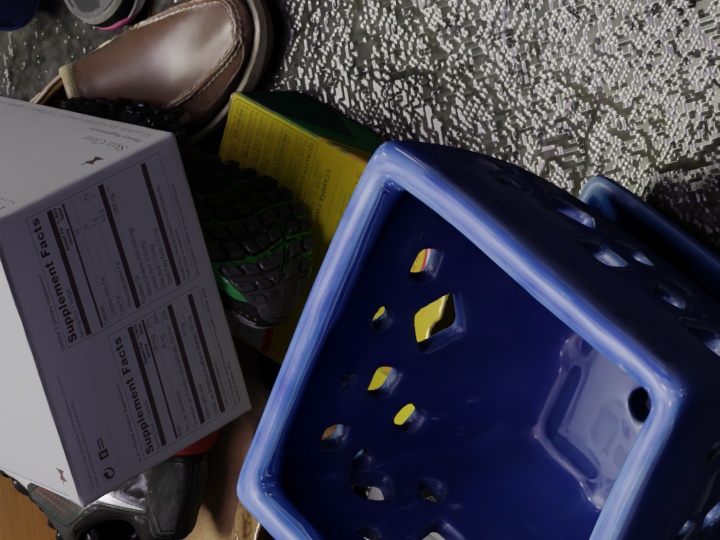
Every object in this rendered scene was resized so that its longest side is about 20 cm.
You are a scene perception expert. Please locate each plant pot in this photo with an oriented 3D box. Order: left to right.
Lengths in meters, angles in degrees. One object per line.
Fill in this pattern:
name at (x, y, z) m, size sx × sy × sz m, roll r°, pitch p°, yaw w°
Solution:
plant pot at (0.093, 0.071, 1.120) m, size 0.200 × 0.180 × 0.200 m, roll 41°, pitch 119°, yaw 34°

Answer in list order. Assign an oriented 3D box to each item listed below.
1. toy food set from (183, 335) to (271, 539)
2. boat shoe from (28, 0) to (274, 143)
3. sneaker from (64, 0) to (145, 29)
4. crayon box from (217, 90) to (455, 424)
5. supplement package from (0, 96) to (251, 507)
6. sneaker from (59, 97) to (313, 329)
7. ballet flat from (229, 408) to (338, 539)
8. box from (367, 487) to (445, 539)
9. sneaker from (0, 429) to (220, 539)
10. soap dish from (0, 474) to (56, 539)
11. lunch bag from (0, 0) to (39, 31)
toy food set at (-0.090, 0.137, 1.389) m, size 0.200 × 0.049 × 0.198 m, roll 48°, pitch 123°, yaw 29°
boat shoe at (-0.132, -0.096, 1.392) m, size 0.202 × 0.075 × 0.075 m, roll -34°, pitch 70°, yaw 39°
sneaker at (-0.179, -0.228, 1.402) m, size 0.074 × 0.087 × 0.200 m, roll -1°, pitch 107°, yaw 39°
crayon box at (0.000, 0.000, 1.291) m, size 0.200 × 0.051 × 0.127 m, roll 32°, pitch 114°, yaw 38°
supplement package at (-0.173, 0.007, 1.260) m, size 0.200 × 0.111 × 0.156 m, roll 14°, pitch 126°, yaw 49°
sneaker at (-0.094, -0.019, 1.303) m, size 0.200 × 0.078 × 0.085 m, roll 37°, pitch 125°, yaw 45°
ballet flat at (-0.037, 0.163, 1.272) m, size 0.072 × 0.068 × 0.200 m, roll 11°, pitch 86°, yaw 59°
box at (0.045, 0.223, 1.267) m, size 0.158 × 0.048 × 0.200 m, roll 34°, pitch 117°, yaw 36°
sneaker at (-0.159, 0.107, 1.366) m, size 0.200 × 0.071 × 0.098 m, roll 4°, pitch 95°, yaw 39°
soap dish at (-0.236, 0.144, 1.505) m, size 0.157 × 0.081 × 0.200 m, roll -11°, pitch 86°, yaw 43°
lunch bag at (-0.277, -0.213, 1.436) m, size 0.132 × 0.200 × 0.136 m, roll 5°, pitch 92°, yaw 40°
